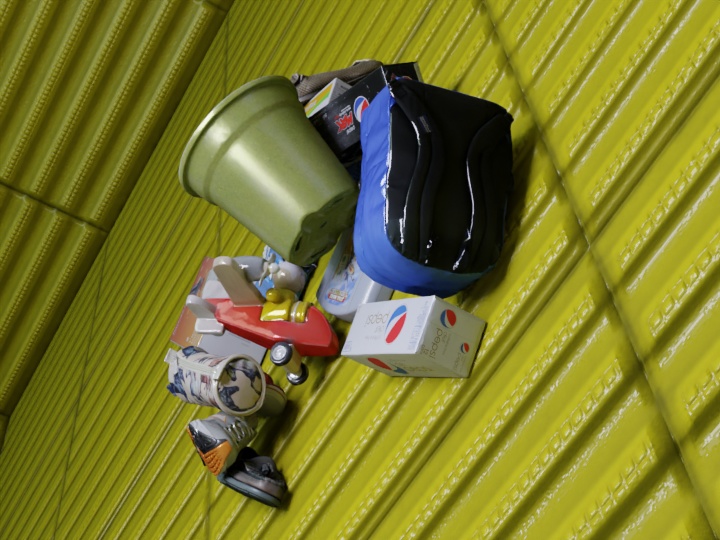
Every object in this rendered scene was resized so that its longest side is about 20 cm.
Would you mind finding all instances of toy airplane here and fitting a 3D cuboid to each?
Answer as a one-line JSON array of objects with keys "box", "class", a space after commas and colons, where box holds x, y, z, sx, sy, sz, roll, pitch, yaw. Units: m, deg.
[{"box": [-0.128, 0.048, 1.649, 0.142, 0.198, 0.200, -59, 14, -16], "class": "toy airplane"}]

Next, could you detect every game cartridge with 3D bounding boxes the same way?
[{"box": [0.000, 0.000, 1.612, 0.135, 0.041, 0.200, -63, 19, -5], "class": "game cartridge"}]

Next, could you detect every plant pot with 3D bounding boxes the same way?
[{"box": [-0.100, -0.113, 1.606, 0.200, 0.184, 0.201, -39, -19, -16], "class": "plant pot"}]

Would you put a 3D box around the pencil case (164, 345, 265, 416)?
[{"box": [-0.194, 0.145, 1.660, 0.199, 0.089, 0.079, 0, 69, 62], "class": "pencil case"}]

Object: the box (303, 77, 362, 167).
[{"box": [-0.044, -0.182, 1.826, 0.200, 0.111, 0.103, -28, 41, 62], "class": "box"}]

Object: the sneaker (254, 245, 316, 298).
[{"box": [-0.115, 0.008, 1.841, 0.089, 0.078, 0.202, -49, 25, 45], "class": "sneaker"}]

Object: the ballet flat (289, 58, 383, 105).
[{"box": [-0.041, -0.292, 1.881, 0.199, 0.047, 0.067, -27, -1, -38], "class": "ballet flat"}]

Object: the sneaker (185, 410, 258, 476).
[{"box": [-0.175, 0.212, 1.646, 0.091, 0.077, 0.200, -27, 4, -12], "class": "sneaker"}]

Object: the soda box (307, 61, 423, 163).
[{"box": [0.006, -0.200, 1.625, 0.199, 0.063, 0.072, -26, 80, 54], "class": "soda box"}]

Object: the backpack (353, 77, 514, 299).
[{"box": [0.073, -0.071, 1.329, 0.168, 0.160, 0.203, 132, 143, -62], "class": "backpack"}]

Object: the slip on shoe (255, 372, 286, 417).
[{"box": [-0.149, 0.168, 1.757, 0.062, 0.073, 0.200, -67, 14, -14], "class": "slip on shoe"}]

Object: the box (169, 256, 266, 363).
[{"box": [-0.208, 0.071, 1.967, 0.154, 0.105, 0.200, -67, 20, -6], "class": "box"}]

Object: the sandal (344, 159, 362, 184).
[{"box": [-0.018, -0.111, 1.715, 0.200, 0.086, 0.080, -36, 33, 52], "class": "sandal"}]

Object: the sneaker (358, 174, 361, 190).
[{"box": [0.046, -0.094, 1.530, 0.111, 0.076, 0.202, -43, 24, 35], "class": "sneaker"}]

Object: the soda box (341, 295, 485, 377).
[{"box": [0.052, 0.073, 1.335, 0.199, 0.067, 0.065, -9, 58, 67], "class": "soda box"}]

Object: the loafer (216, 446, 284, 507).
[{"box": [-0.140, 0.262, 1.626, 0.064, 0.071, 0.200, -63, 16, -13], "class": "loafer"}]
